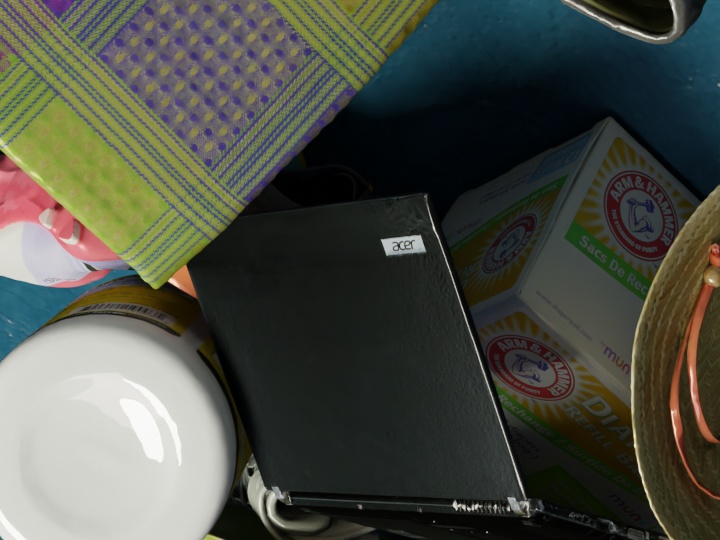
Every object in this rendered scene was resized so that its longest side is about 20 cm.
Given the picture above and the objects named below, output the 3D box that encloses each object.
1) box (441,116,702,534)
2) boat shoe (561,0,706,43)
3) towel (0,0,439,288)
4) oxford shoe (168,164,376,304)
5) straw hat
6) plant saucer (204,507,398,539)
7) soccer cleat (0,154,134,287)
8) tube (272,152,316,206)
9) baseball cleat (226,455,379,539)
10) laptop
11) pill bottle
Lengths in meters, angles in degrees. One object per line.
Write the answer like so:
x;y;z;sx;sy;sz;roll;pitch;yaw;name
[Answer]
0.121;0.050;1.001;0.200;0.102;0.112;41;145;-15;box
0.045;-0.152;0.827;0.200;0.066;0.072;34;129;-12;boat shoe
-0.053;-0.108;0.870;0.144;0.200;0.023;44;173;-25;towel
0.000;0.000;1.043;0.199;0.073;0.071;23;-168;-36;oxford shoe
0.163;0.035;0.905;0.201;0.201;0.085;46;163;-21;straw hat
-0.005;0.153;1.186;0.198;0.031;0.200;13;180;0;plant saucer
-0.127;-0.023;1.123;0.199;0.067;0.076;-1;155;47;soccer cleat
-0.043;-0.019;1.090;0.077;0.051;0.201;6;133;30;tube
-0.046;0.094;1.176;0.199;0.106;0.070;-7;106;34;baseball cleat
0.042;0.051;0.948;0.199;0.104;0.177;18;167;-33;laptop
-0.100;0.063;1.066;0.112;0.113;0.200;30;-172;0;pill bottle
